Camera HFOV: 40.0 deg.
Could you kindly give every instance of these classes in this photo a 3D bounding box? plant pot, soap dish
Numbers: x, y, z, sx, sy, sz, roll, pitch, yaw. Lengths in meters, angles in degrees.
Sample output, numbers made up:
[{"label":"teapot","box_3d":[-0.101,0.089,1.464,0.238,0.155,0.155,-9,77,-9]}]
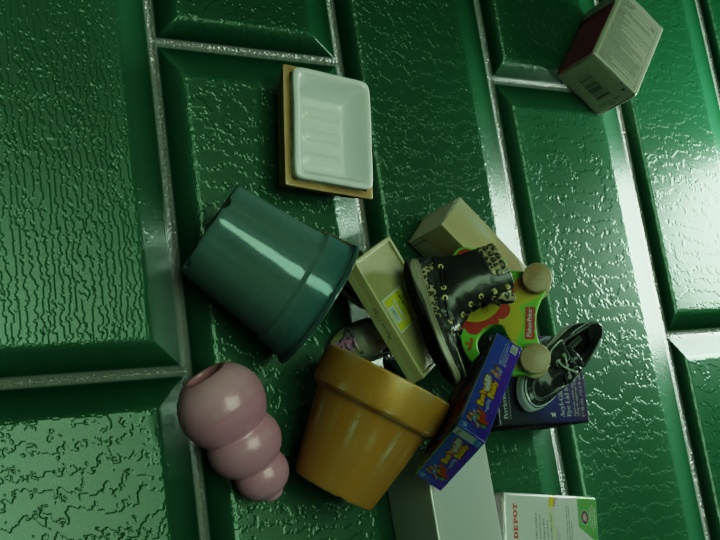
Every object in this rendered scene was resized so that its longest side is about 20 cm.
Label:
[{"label":"plant pot","box_3d":[0.002,0.231,1.417,0.199,0.200,0.184,29,83,-21]},{"label":"plant pot","box_3d":[-0.137,-0.005,1.408,0.195,0.200,0.201,34,60,-9]},{"label":"soap dish","box_3d":[-0.060,-0.213,1.572,0.156,0.081,0.202,7,72,-30]}]

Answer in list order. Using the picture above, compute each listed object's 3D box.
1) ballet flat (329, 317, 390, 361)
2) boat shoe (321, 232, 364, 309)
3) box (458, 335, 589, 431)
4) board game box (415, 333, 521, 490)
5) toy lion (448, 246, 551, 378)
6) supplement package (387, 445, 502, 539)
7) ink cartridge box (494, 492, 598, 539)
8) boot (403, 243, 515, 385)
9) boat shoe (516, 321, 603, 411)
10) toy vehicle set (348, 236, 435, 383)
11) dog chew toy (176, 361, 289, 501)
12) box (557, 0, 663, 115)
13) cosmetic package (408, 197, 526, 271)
[{"label":"ballet flat","box_3d":[0.045,0.101,1.549,0.199,0.071,0.070,-9,82,-33]},{"label":"boat shoe","box_3d":[-0.002,0.005,1.546,0.201,0.075,0.075,29,62,-22]},{"label":"box","box_3d":[0.265,0.189,1.640,0.198,0.104,0.149,2,75,-32]},{"label":"board game box","box_3d":[0.157,0.201,1.423,0.045,0.135,0.200,32,42,0]},{"label":"toy lion","box_3d":[0.202,0.064,1.549,0.190,0.069,0.202,1,77,9]},{"label":"supplement package","box_3d":[0.126,0.368,1.489,0.119,0.121,0.202,-3,78,-32]},{"label":"ink cartridge box","box_3d":[0.283,0.437,1.588,0.198,0.084,0.146,10,70,-30]},{"label":"boot","box_3d":[0.160,0.058,1.474,0.149,0.073,0.201,-16,67,-12]},{"label":"boat shoe","box_3d":[0.324,0.149,1.583,0.200,0.068,0.072,-38,97,-34]},{"label":"toy vehicle set","box_3d":[0.059,0.057,1.494,0.201,0.026,0.124,59,33,-2]},{"label":"dog chew toy","box_3d":[-0.165,0.228,1.356,0.124,0.124,0.201,-36,103,-34]},{"label":"box","box_3d":[0.497,-0.434,1.967,0.128,0.109,0.201,38,59,-16]},{"label":"cosmetic package","box_3d":[0.188,-0.017,1.655,0.200,0.105,0.071,43,57,-12]}]
